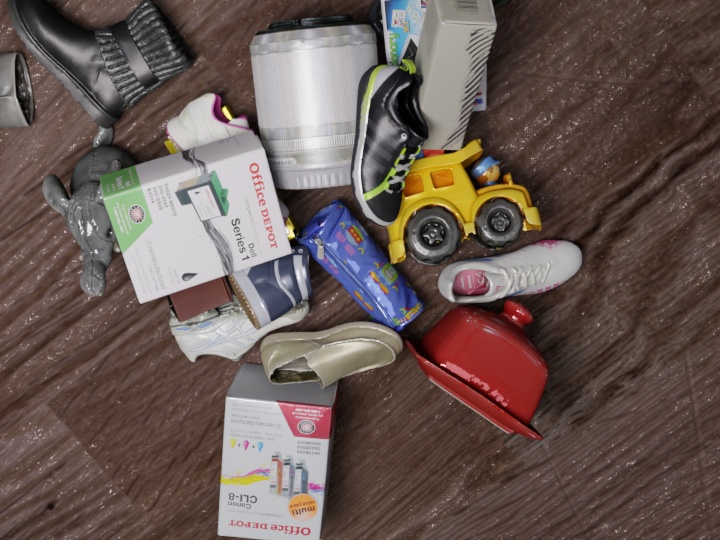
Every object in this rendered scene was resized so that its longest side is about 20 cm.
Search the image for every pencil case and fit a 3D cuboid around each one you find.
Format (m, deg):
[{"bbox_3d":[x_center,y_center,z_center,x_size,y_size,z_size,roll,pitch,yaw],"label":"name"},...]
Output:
[{"bbox_3d":[0.000,0.000,1.321,0.078,0.087,0.200,-35,101,31],"label":"pencil case"}]

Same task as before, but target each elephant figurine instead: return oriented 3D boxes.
[{"bbox_3d":[-0.334,-0.082,1.261,0.155,0.200,0.142,38,102,-5],"label":"elephant figurine"}]

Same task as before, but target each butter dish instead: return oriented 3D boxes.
[{"bbox_3d":[0.172,0.107,1.292,0.199,0.199,0.148,35,91,-5],"label":"butter dish"}]

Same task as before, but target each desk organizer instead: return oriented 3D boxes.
[{"bbox_3d":[-0.240,-0.041,1.287,0.076,0.072,0.202,-23,112,-15],"label":"desk organizer"}]

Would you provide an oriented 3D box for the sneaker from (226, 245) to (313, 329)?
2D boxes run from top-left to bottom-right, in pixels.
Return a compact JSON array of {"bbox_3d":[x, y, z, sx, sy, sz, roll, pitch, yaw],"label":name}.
[{"bbox_3d":[-0.136,-0.032,1.306,0.108,0.070,0.201,-26,79,-12],"label":"sneaker"}]

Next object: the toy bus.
[{"bbox_3d":[0.120,-0.110,1.284,0.198,0.136,0.194,-12,86,3],"label":"toy bus"}]

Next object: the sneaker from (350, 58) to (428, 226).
[{"bbox_3d":[0.039,-0.147,1.168,0.082,0.071,0.202,12,111,38],"label":"sneaker"}]

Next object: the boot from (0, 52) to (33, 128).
[{"bbox_3d":[-0.539,-0.195,1.321,0.198,0.073,0.184,-3,104,-4],"label":"boot"}]

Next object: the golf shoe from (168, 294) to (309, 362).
[{"bbox_3d":[-0.162,0.077,1.366,0.198,0.079,0.098,-6,120,9],"label":"golf shoe"}]

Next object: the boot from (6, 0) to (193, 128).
[{"bbox_3d":[-0.333,-0.307,1.273,0.157,0.080,0.211,-36,107,15],"label":"boot"}]

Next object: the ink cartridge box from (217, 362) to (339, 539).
[{"bbox_3d":[-0.111,0.250,1.353,0.144,0.145,0.202,5,104,1],"label":"ink cartridge box"}]

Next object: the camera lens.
[{"bbox_3d":[-0.053,-0.213,1.240,0.158,0.160,0.202,-4,102,4],"label":"camera lens"}]

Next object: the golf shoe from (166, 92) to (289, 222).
[{"bbox_3d":[-0.158,-0.145,1.280,0.200,0.075,0.092,44,97,-8],"label":"golf shoe"}]

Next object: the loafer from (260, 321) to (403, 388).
[{"bbox_3d":[-0.040,0.119,1.315,0.198,0.069,0.076,-8,138,14],"label":"loafer"}]

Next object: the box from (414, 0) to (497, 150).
[{"bbox_3d":[0.104,-0.241,1.175,0.068,0.083,0.201,1,144,-8],"label":"box"}]

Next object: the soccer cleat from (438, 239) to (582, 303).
[{"bbox_3d":[0.203,0.010,1.316,0.198,0.086,0.071,-13,102,4],"label":"soccer cleat"}]

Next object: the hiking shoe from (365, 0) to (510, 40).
[{"bbox_3d":[0.098,-0.348,1.230,0.198,0.101,0.076,-19,87,4],"label":"hiking shoe"}]

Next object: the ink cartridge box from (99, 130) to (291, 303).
[{"bbox_3d":[-0.197,-0.067,1.197,0.198,0.084,0.147,-19,116,-9],"label":"ink cartridge box"}]

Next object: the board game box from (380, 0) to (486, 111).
[{"bbox_3d":[0.094,-0.275,1.224,0.125,0.035,0.201,-5,143,3],"label":"board game box"}]

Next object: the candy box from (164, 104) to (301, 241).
[{"bbox_3d":[-0.173,-0.111,1.338,0.102,0.026,0.201,-28,100,12],"label":"candy box"}]
